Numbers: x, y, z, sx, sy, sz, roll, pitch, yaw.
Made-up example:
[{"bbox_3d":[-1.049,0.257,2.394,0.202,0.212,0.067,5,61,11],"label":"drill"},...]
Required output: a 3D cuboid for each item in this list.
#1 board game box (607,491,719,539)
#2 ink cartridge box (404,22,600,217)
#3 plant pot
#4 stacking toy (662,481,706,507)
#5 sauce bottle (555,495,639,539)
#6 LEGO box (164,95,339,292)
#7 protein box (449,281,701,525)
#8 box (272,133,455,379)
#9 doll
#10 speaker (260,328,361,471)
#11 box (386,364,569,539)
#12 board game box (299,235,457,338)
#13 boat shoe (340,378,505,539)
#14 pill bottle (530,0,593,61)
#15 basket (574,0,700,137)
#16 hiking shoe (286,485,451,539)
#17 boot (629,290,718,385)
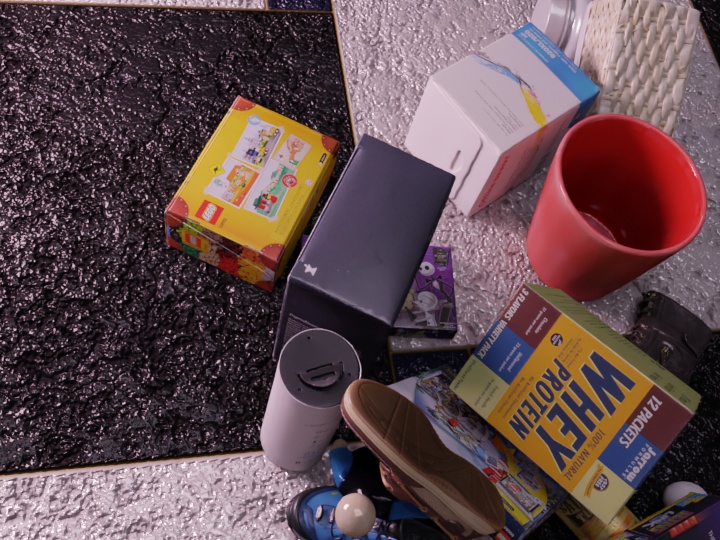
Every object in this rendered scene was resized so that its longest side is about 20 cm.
[{"bbox_3d":[0.336,0.360,0.832,0.163,0.057,0.203,-20,89,-20],"label":"board game box"},{"bbox_3d":[0.188,-0.205,1.092,0.198,0.148,0.145,-32,72,-26],"label":"ink cartridge box"},{"bbox_3d":[0.306,-0.064,1.024,0.196,0.178,0.204,5,61,-10],"label":"plant pot"},{"bbox_3d":[0.434,0.304,0.901,0.198,0.147,0.147,24,58,23],"label":"stacking toy"},{"bbox_3d":[0.230,0.241,0.908,0.200,0.066,0.066,44,62,14],"label":"sauce bottle"},{"bbox_3d":[-0.132,-0.099,1.007,0.147,0.078,0.202,24,60,2],"label":"LEGO box"},{"bbox_3d":[0.234,0.130,0.855,0.199,0.198,0.136,39,103,22],"label":"protein box"},{"bbox_3d":[0.000,0.000,0.881,0.116,0.201,0.199,24,60,3],"label":"box"},{"bbox_3d":[0.032,0.210,0.823,0.135,0.049,0.199,28,22,19],"label":"doll"},{"bbox_3d":[-0.055,0.138,0.823,0.080,0.201,0.083,5,60,-9],"label":"speaker"},{"bbox_3d":[0.121,0.191,0.858,0.200,0.038,0.136,43,26,25],"label":"box"},{"bbox_3d":[0.021,0.021,1.005,0.196,0.032,0.122,4,57,-10],"label":"board game box"},{"bbox_3d":[0.046,0.184,0.742,0.199,0.072,0.073,42,31,-17],"label":"boat shoe"},{"bbox_3d":[0.367,-0.365,1.238,0.196,0.114,0.115,11,60,-7],"label":"pill bottle"},{"bbox_3d":[0.381,-0.275,1.133,0.133,0.123,0.204,9,99,-7],"label":"basket"},{"bbox_3d":[0.021,0.262,0.838,0.196,0.087,0.076,13,59,-4],"label":"hiking shoe"},{"bbox_3d":[0.351,0.093,1.022,0.198,0.070,0.175,31,55,1],"label":"boot"}]
